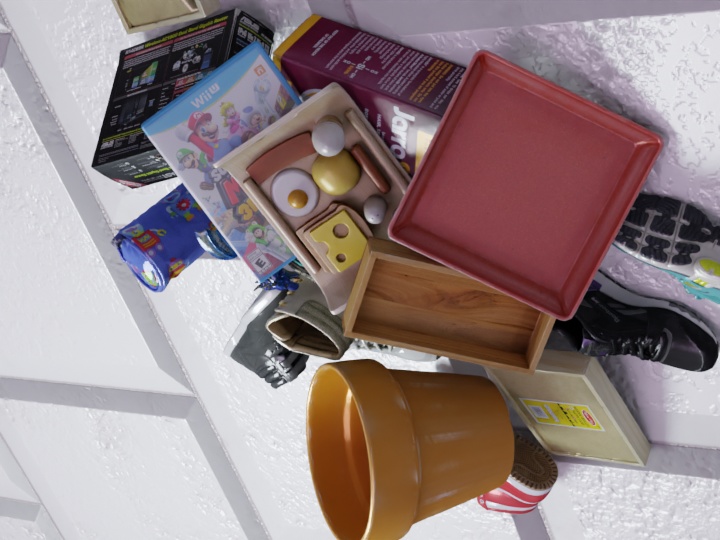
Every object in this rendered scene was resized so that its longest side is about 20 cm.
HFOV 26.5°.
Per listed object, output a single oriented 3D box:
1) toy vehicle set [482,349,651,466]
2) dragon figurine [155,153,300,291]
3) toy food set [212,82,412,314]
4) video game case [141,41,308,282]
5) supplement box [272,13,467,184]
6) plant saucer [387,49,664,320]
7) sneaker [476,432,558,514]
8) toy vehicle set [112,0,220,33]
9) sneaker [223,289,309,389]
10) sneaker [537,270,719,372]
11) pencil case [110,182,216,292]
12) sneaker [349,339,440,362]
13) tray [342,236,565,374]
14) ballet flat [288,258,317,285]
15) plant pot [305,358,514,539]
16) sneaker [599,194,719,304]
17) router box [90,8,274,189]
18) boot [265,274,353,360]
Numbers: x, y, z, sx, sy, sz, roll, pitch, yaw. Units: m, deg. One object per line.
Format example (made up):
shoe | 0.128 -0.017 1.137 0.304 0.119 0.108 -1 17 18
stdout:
toy vehicle set | 0.227 0.148 1.663 0.124 0.027 0.200 4 148 34
dragon figurine | -0.131 -0.048 1.586 0.059 0.100 0.200 -11 147 42
toy food set | -0.027 -0.068 1.489 0.143 0.060 0.200 -33 108 13
video game case | -0.102 -0.106 1.522 0.200 0.143 0.018 54 -178 -17
supplement box | 0.016 -0.165 1.536 0.200 0.086 0.111 22 137 19
plant saucer | 0.155 -0.081 1.454 0.199 0.037 0.200 25 102 -5
sneaker | 0.139 0.211 1.805 0.200 0.071 0.113 40 153 17
toy vehicle set | -0.234 -0.349 1.578 0.124 0.027 0.200 -3 120 40
sneaker | -0.097 0.076 1.865 0.099 0.071 0.200 36 146 2
sneaker | 0.263 0.067 1.560 0.200 0.088 0.076 25 138 17
pencil case | -0.188 -0.063 1.702 0.087 0.200 0.078 31 150 28
sneaker | -0.001 0.071 1.771 0.200 0.087 0.075 20 135 20
tray | 0.091 0.036 1.511 0.199 0.037 0.099 12 117 -12
ballet flat | 0.000 0.000 1.615 0.200 0.068 0.075 4 135 43
plant pot | 0.059 0.188 1.656 0.200 0.183 0.201 174 90 -69
sneaker | 0.319 -0.005 1.467 0.200 0.078 0.080 28 151 16
router box | -0.190 -0.180 1.626 0.200 0.150 0.062 -9 152 42
boot | -0.064 0.009 1.704 0.200 0.155 0.072 27 142 21
